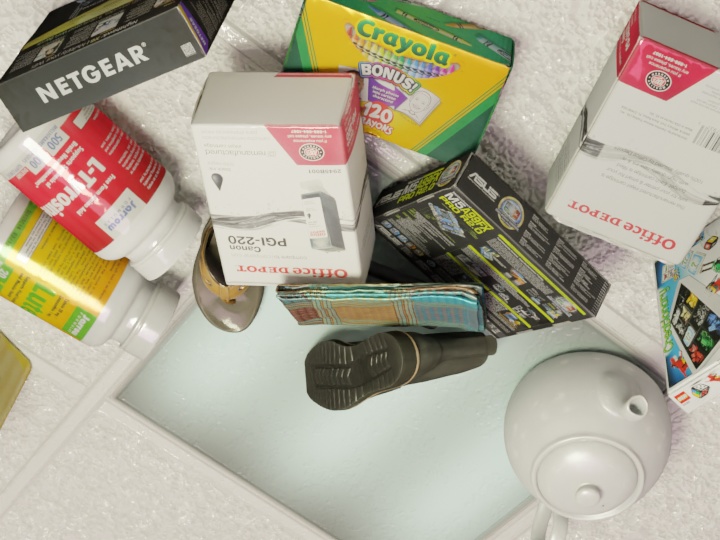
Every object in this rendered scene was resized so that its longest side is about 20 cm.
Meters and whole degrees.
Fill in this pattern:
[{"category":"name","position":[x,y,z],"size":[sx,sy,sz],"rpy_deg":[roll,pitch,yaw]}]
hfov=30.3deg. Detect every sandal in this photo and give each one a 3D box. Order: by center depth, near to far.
[{"category":"sandal","position":[-0.132,-0.012,1.392],"size":[0.081,0.055,0.201],"rpy_deg":[18,126,-3]}]

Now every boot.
[{"category":"boot","position":[0.040,0.105,1.440],"size":[0.199,0.137,0.078],"rpy_deg":[-11,84,55]}]

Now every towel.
[{"category":"towel","position":[0.025,0.037,1.310],"size":[0.198,0.022,0.147],"rpy_deg":[0,166,8]}]

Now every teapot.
[{"category":"teapot","position":[0.241,0.199,1.424],"size":[0.196,0.147,0.201],"rpy_deg":[-18,121,21]}]

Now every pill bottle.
[{"category":"pill bottle","position":[-0.259,-0.085,1.327],"size":[0.200,0.113,0.112],"rpy_deg":[42,121,-19]},{"category":"pill bottle","position":[-0.295,0.010,1.400],"size":[0.199,0.111,0.111],"rpy_deg":[31,124,-13]}]

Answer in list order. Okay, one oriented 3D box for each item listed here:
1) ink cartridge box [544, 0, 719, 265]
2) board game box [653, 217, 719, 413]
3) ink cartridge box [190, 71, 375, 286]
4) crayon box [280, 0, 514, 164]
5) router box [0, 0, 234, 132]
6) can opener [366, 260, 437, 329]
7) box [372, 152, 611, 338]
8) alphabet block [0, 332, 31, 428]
[{"category":"ink cartridge box","position":[0.276,-0.123,1.227],"size":[0.144,0.084,0.201],"rpy_deg":[21,126,-6]},{"category":"board game box","position":[0.340,0.028,1.252],"size":[0.035,0.201,0.126],"rpy_deg":[39,123,-21]},{"category":"ink cartridge box","position":[-0.069,-0.081,1.254],"size":[0.144,0.085,0.201],"rpy_deg":[2,135,10]},{"category":"crayon box","position":[0.031,-0.187,1.238],"size":[0.198,0.058,0.119],"rpy_deg":[19,127,-4]},{"category":"router box","position":[-0.215,-0.215,1.200],"size":[0.198,0.158,0.052],"rpy_deg":[-18,121,21]},{"category":"can opener","position":[0.000,0.000,1.380],"size":[0.199,0.053,0.067],"rpy_deg":[26,126,-9]},{"category":"box","position":[0.123,-0.018,1.308],"size":[0.200,0.044,0.160],"rpy_deg":[41,151,-18]},{"category":"alphabet block","position":[-0.521,0.142,1.478],"size":[0.194,0.201,0.197],"rpy_deg":[-26,118,24]}]
